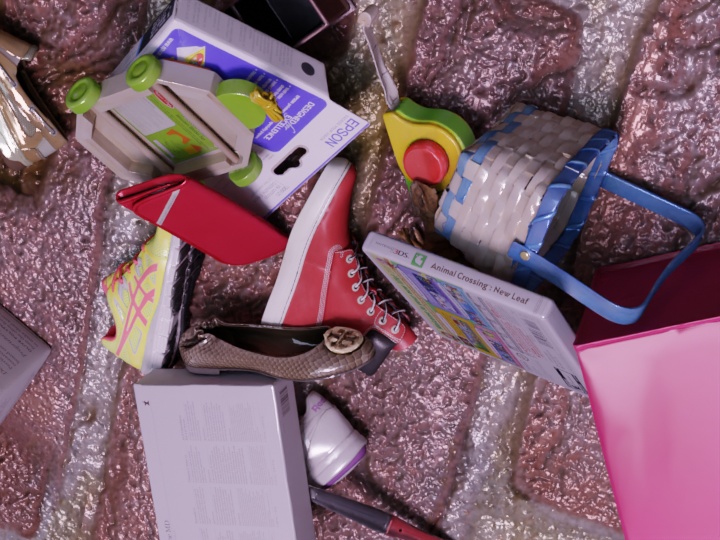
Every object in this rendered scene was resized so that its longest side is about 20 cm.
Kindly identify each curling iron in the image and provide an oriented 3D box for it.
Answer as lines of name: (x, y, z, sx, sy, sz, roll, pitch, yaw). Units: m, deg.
curling iron: (0.029, 0.259, 1.507, 0.199, 0.050, 0.026, 33, 143, -19)

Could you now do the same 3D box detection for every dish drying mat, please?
dish drying mat: (-0.137, -0.042, 1.398, 0.076, 0.200, 0.018, -18, 67, 20)

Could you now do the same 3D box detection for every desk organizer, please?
desk organizer: (-0.110, -0.202, 1.379, 0.199, 0.077, 0.072, -32, 99, 24)

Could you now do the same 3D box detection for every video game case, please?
video game case: (0.112, 0.041, 1.329, 0.181, 0.200, 0.022, 22, 76, 30)

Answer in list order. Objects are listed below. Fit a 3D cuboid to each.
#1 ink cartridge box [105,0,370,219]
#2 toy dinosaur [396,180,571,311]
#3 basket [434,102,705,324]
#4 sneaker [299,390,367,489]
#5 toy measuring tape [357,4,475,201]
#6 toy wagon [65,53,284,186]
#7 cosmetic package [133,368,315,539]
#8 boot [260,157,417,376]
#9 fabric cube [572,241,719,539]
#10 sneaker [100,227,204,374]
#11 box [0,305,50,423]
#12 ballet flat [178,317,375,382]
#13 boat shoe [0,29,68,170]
ink cartridge box: (-0.121, -0.139, 1.363, 0.199, 0.044, 0.198, 26, 143, -23)
toy dinosaur: (0.089, 0.001, 1.398, 0.106, 0.061, 0.200, 0, 145, 48)
basket: (0.180, -0.045, 1.309, 0.199, 0.176, 0.140, 28, 127, 20)
sneaker: (-0.088, 0.197, 1.536, 0.199, 0.075, 0.100, -39, 89, 17)
toy measuring tape: (0.057, -0.140, 1.352, 0.073, 0.074, 0.202, -10, 114, 19)
toy wagon: (-0.148, -0.126, 1.315, 0.198, 0.040, 0.155, -15, 141, 31)
cosmetic package: (-0.127, 0.195, 1.472, 0.149, 0.052, 0.202, -1, 106, 20)
boot: (0.000, 0.000, 1.431, 0.143, 0.073, 0.201, 23, 123, 6)
fabric cube: (0.306, 0.100, 1.310, 0.194, 0.200, 0.201, -13, 105, 20)
sneaker: (-0.208, 0.011, 1.489, 0.089, 0.078, 0.202, 21, 115, 10)
box: (-0.464, 0.115, 1.548, 0.200, 0.171, 0.199, 39, 115, -2)
ballet flat: (-0.081, 0.068, 1.427, 0.198, 0.067, 0.047, 0, 114, 25)
boat shoe: (-0.340, -0.199, 1.460, 0.076, 0.072, 0.201, -23, 110, 8)
